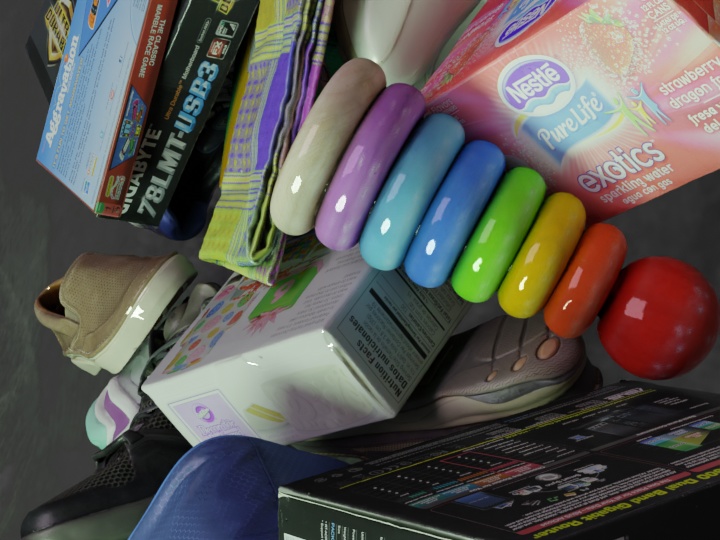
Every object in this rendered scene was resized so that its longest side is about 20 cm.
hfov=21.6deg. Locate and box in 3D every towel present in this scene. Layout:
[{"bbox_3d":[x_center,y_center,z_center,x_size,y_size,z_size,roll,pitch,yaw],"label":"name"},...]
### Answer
[{"bbox_3d":[-0.044,-0.097,0.940,0.144,0.023,0.200,-164,85,-75],"label":"towel"}]

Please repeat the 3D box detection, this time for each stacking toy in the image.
[{"bbox_3d":[0.064,-0.012,0.824,0.085,0.200,0.085,-61,-4,-8],"label":"stacking toy"}]

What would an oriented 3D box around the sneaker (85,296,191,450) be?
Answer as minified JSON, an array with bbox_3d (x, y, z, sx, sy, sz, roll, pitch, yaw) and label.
[{"bbox_3d":[-0.088,0.087,1.075,0.140,0.078,0.200,-57,38,18],"label":"sneaker"}]

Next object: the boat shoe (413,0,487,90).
[{"bbox_3d":[0.088,-0.164,0.975,0.200,0.071,0.069,-62,35,8],"label":"boat shoe"}]

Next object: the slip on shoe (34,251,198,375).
[{"bbox_3d":[-0.155,0.018,1.152,0.076,0.061,0.200,-52,9,-16],"label":"slip on shoe"}]

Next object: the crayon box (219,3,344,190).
[{"bbox_3d":[-0.024,-0.129,1.052,0.200,0.058,0.119,130,148,-63],"label":"crayon box"}]

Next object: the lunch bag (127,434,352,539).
[{"bbox_3d":[-0.019,0.171,0.842,0.136,0.200,0.132,-58,40,18],"label":"lunch bag"}]

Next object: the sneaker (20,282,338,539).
[{"bbox_3d":[-0.104,0.079,0.977,0.076,0.199,0.114,-30,85,54],"label":"sneaker"}]

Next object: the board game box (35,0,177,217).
[{"bbox_3d":[-0.138,-0.141,1.083,0.103,0.019,0.200,36,113,54],"label":"board game box"}]

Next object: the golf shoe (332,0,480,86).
[{"bbox_3d":[0.051,-0.178,0.911,0.092,0.073,0.200,6,69,53],"label":"golf shoe"}]

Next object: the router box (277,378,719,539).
[{"bbox_3d":[0.091,0.099,0.739,0.150,0.200,0.062,4,104,54],"label":"router box"}]

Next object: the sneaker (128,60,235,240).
[{"bbox_3d":[-0.092,-0.108,1.188,0.085,0.077,0.200,39,114,48],"label":"sneaker"}]

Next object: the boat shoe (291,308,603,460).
[{"bbox_3d":[0.036,0.074,0.913,0.200,0.073,0.075,-10,31,48],"label":"boat shoe"}]

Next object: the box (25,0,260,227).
[{"bbox_3d":[-0.130,-0.163,1.140,0.199,0.050,0.200,-63,35,29],"label":"box"}]

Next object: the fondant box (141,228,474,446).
[{"bbox_3d":[0.000,0.000,0.941,0.144,0.058,0.200,-19,25,47],"label":"fondant box"}]

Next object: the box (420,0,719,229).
[{"bbox_3d":[0.118,-0.095,0.823,0.103,0.095,0.200,-55,14,-27],"label":"box"}]
